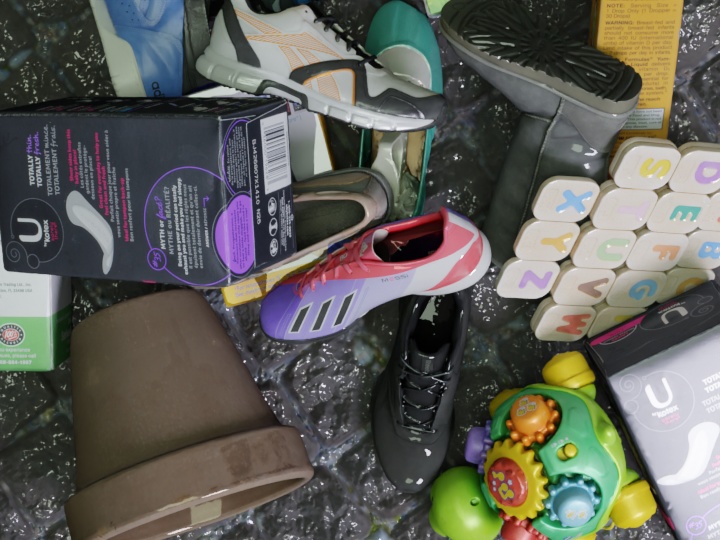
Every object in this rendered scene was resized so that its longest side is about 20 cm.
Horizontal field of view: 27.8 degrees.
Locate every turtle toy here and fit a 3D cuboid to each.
[{"bbox_3d":[0.133,0.165,1.165,0.200,0.100,0.147,-40,71,47],"label":"turtle toy"}]

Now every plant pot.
[{"bbox_3d":[-0.155,0.114,1.163,0.198,0.200,0.176,-20,79,5],"label":"plant pot"}]

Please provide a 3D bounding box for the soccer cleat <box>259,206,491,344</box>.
[{"bbox_3d":[0.000,0.000,1.129,0.198,0.073,0.069,-18,57,20],"label":"soccer cleat"}]

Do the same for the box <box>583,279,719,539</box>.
[{"bbox_3d":[0.276,0.129,1.155,0.121,0.106,0.202,-25,103,5],"label":"box"}]

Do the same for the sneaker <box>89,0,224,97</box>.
[{"bbox_3d":[-0.167,-0.236,1.169,0.110,0.077,0.202,-18,85,-5],"label":"sneaker"}]

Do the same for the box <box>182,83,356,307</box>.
[{"bbox_3d":[-0.079,-0.082,1.198,0.118,0.041,0.202,-15,98,6],"label":"box"}]

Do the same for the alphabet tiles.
[{"bbox_3d":[0.209,-0.018,1.134,0.193,0.015,0.201,3,131,-23],"label":"alphabet tiles"}]

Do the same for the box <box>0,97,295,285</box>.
[{"bbox_3d":[-0.160,-0.063,1.080,0.198,0.106,0.124,4,104,24],"label":"box"}]

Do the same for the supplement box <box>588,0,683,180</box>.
[{"bbox_3d":[0.207,-0.168,1.112,0.068,0.067,0.202,-1,128,4],"label":"supplement box"}]

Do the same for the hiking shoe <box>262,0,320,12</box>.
[{"bbox_3d":[-0.042,-0.279,1.154,0.086,0.074,0.203,-3,96,4],"label":"hiking shoe"}]

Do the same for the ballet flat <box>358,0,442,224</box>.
[{"bbox_3d":[0.031,-0.116,1.171,0.066,0.070,0.203,4,97,4],"label":"ballet flat"}]

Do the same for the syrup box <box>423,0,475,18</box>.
[{"bbox_3d":[0.137,-0.265,1.142,0.198,0.081,0.080,-16,97,7],"label":"syrup box"}]

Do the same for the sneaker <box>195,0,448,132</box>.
[{"bbox_3d":[-0.026,-0.158,1.103,0.198,0.074,0.081,18,99,7],"label":"sneaker"}]

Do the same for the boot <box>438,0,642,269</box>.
[{"bbox_3d":[0.124,-0.095,1.136,0.181,0.201,0.073,35,54,20],"label":"boot"}]

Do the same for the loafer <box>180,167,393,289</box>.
[{"bbox_3d":[-0.072,-0.032,1.144,0.198,0.063,0.073,-18,99,15],"label":"loafer"}]

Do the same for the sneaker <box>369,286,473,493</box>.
[{"bbox_3d":[0.048,0.086,1.184,0.075,0.091,0.203,6,98,1],"label":"sneaker"}]

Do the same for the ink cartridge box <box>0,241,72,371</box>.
[{"bbox_3d":[-0.314,-0.024,1.195,0.144,0.084,0.203,1,96,2],"label":"ink cartridge box"}]
